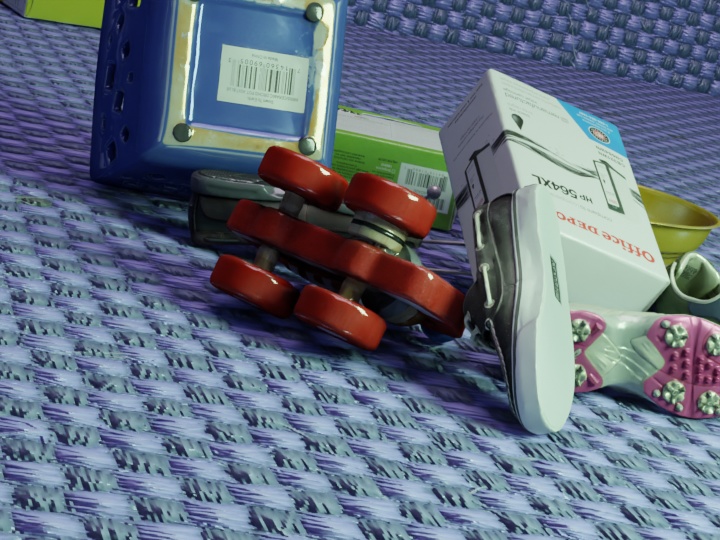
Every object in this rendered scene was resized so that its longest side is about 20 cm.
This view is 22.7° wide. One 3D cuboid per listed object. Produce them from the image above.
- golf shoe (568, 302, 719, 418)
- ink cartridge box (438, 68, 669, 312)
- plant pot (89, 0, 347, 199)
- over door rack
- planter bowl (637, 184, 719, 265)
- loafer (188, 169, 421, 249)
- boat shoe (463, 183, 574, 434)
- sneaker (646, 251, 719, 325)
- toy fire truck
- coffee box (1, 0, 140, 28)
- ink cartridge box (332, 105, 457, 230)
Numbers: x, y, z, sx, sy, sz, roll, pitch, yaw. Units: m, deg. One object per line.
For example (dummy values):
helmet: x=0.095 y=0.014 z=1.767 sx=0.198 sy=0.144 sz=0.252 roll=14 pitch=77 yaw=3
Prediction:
golf shoe: x=0.200 y=0.057 z=1.320 sx=0.198 sy=0.076 sz=0.092 roll=12 pitch=10 yaw=-9
ink cartridge box: x=0.157 y=-0.053 z=1.471 sx=0.145 sy=0.084 sz=0.201 roll=21 pitch=36 yaw=-27
plant pot: x=-0.116 y=-0.164 z=1.552 sx=0.198 sy=0.202 sz=0.180 roll=7 pitch=-3 yaw=-20
over door rack: x=0.067 y=-0.027 z=1.541 sx=0.199 sy=0.067 sz=0.148 roll=16 pitch=15 yaw=13
planter bowl: x=0.230 y=-0.031 z=1.676 sx=0.199 sy=0.084 sz=0.200 roll=12 pitch=13 yaw=-3
loafer: x=-0.044 y=-0.036 z=1.455 sx=0.198 sy=0.064 sz=0.072 roll=11 pitch=12 yaw=8
boat shoe: x=0.107 y=0.031 z=1.236 sx=0.063 sy=0.071 sz=0.201 roll=-16 pitch=46 yaw=21
sneaker: x=0.261 y=0.026 z=1.457 sx=0.067 sy=0.091 sz=0.200 roll=7 pitch=15 yaw=-21
toy fire truck: x=0.000 y=0.000 z=1.312 sx=0.199 sy=0.113 sz=0.168 roll=20 pitch=-7 yaw=36
coffee box: x=-0.408 y=-0.469 z=2.596 sx=0.198 sy=0.202 sz=0.198 roll=4 pitch=16 yaw=-30
ink cartridge box: x=0.027 y=-0.110 z=1.823 sx=0.147 sy=0.076 sz=0.200 roll=12 pitch=12 yaw=-2
